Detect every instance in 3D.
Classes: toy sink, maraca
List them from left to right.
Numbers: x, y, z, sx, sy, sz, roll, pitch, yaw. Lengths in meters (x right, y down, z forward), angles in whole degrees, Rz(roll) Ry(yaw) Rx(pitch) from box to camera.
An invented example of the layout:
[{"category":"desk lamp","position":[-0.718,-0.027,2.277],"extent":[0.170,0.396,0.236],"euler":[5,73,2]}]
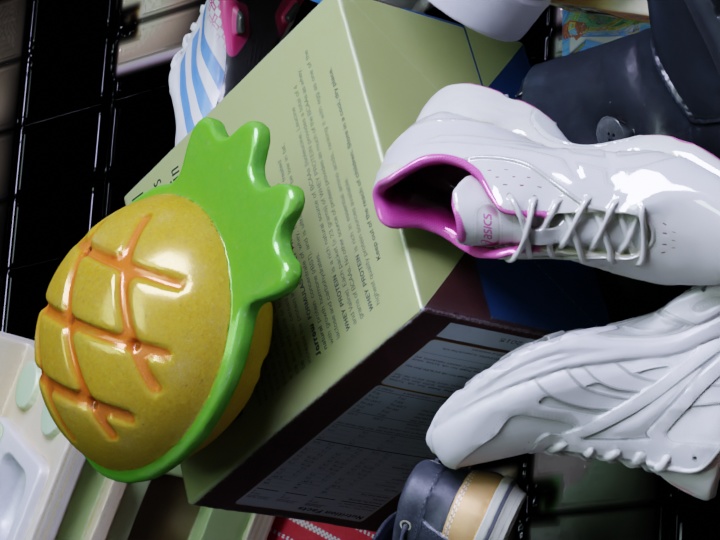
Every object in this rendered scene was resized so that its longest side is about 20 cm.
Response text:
[{"category":"toy sink","position":[-0.158,0.123,1.617],"extent":[0.112,0.199,0.131],"euler":[34,103,61]},{"category":"maraca","position":[-0.091,0.016,1.410],"extent":[0.200,0.107,0.137],"euler":[-53,51,28]}]

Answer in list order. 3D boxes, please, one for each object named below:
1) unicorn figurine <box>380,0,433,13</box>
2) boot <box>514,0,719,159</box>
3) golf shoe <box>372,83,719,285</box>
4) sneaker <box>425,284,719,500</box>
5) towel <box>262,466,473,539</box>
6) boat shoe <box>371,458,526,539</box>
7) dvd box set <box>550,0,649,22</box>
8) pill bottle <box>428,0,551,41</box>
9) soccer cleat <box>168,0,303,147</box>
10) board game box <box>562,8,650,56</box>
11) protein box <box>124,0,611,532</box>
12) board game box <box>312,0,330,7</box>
[{"category":"unicorn figurine","position":[0.017,-0.164,1.631],"extent":[0.199,0.074,0.138],"euler":[-5,64,33]},{"category":"boot","position":[0.134,-0.109,1.373],"extent":[0.168,0.076,0.201],"euler":[-14,100,49]},{"category":"golf shoe","position":[0.096,-0.025,1.336],"extent":[0.199,0.091,0.076],"euler":[16,125,31]},{"category":"sneaker","position":[0.131,0.069,1.361],"extent":[0.199,0.078,0.100],"euler":[-20,86,9]},{"category":"towel","position":[0.009,0.099,1.585],"extent":[0.144,0.022,0.201],"euler":[25,98,50]},{"category":"boat shoe","position":[0.032,0.154,1.454],"extent":[0.200,0.062,0.075],"euler":[108,-172,-58]},{"category":"dvd box set","position":[0.183,-0.190,1.417],"extent":[0.200,0.029,0.147],"euler":[14,89,49]},{"category":"pill bottle","position":[0.099,-0.218,1.403],"extent":[0.200,0.119,0.120],"euler":[-54,45,22]},{"category":"soccer cleat","position":[-0.081,-0.141,1.725],"extent":[0.086,0.070,0.201],"euler":[5,83,49]},{"category":"board game box","position":[0.184,-0.127,1.446],"extent":[0.200,0.034,0.135],"euler":[-15,67,46]},{"category":"protein box","position":[0.000,0.000,1.498],"extent":[0.200,0.135,0.199],"euler":[-41,50,37]},{"category":"board game box","position":[0.001,-0.226,1.568],"extent":[0.196,0.200,0.056],"euler":[28,136,49]}]
